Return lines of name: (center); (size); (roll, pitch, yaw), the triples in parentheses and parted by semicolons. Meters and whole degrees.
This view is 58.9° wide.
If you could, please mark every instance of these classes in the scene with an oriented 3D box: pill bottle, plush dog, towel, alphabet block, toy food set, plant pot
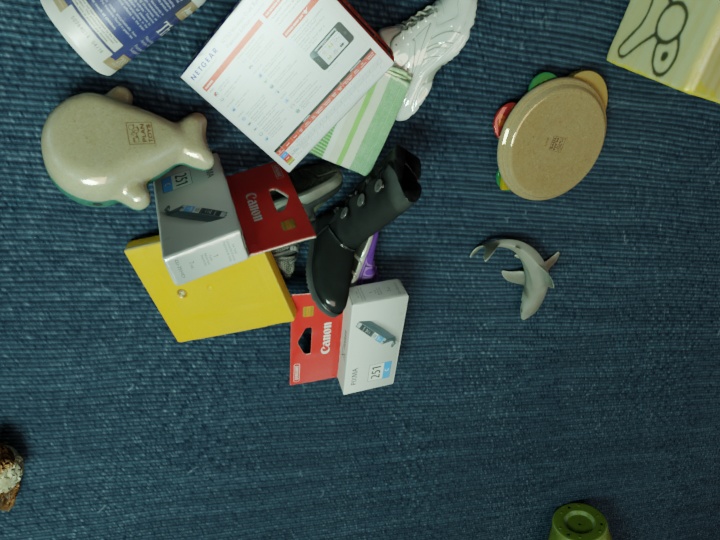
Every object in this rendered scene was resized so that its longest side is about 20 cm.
pill bottle: (-0.238, -0.318, 0.698); (0.198, 0.112, 0.112); (-35, 125, 4)
plush dog: (-0.594, 0.315, 0.948); (0.168, 0.163, 0.201); (-12, 152, -29)
towel: (-0.048, -0.226, 0.840); (0.196, 0.024, 0.154); (19, 121, -15)
alphabet block: (0.507, -0.354, 0.897); (0.192, 0.196, 0.204); (7, 118, -21)
toy food set: (0.295, -0.206, 0.994); (0.193, 0.049, 0.204); (-9, 122, -14)
plant pot: (0.529, 0.677, 1.528); (0.195, 0.201, 0.198); (-14, 111, -11)

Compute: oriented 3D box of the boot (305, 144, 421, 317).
boot: (0.008, -0.051, 0.870); (0.065, 0.168, 0.198); (19, 140, -40)

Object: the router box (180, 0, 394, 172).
router box: (-0.087, -0.252, 0.775); (0.199, 0.049, 0.179); (-39, 118, 22)

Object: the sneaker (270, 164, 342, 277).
sneaker: (-0.098, -0.068, 0.920); (0.197, 0.077, 0.115); (-33, 127, 5)

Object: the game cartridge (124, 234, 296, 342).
game cartridge: (-0.210, 0.015, 0.910); (0.195, 0.033, 0.179); (-11, 125, 13)

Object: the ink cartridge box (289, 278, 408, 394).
ink cartridge box: (-0.022, 0.114, 1.000); (0.172, 0.045, 0.203); (-9, 131, -17)

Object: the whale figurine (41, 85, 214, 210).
whale figurine: (-0.285, -0.145, 0.789); (0.196, 0.163, 0.104); (-11, 167, -25)

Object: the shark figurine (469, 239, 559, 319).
shark figurine: (0.290, -0.002, 1.091); (0.128, 0.090, 0.214); (-42, 126, 6)

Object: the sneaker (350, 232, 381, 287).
sneaker: (0.000, 0.000, 1.007); (0.082, 0.081, 0.203); (-13, 134, -29)

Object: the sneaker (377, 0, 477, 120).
sneaker: (0.075, -0.304, 0.842); (0.098, 0.078, 0.202); (25, 107, -26)

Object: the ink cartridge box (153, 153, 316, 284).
ink cartridge box: (-0.164, -0.084, 0.798); (0.172, 0.201, 0.045); (-20, 131, -8)
